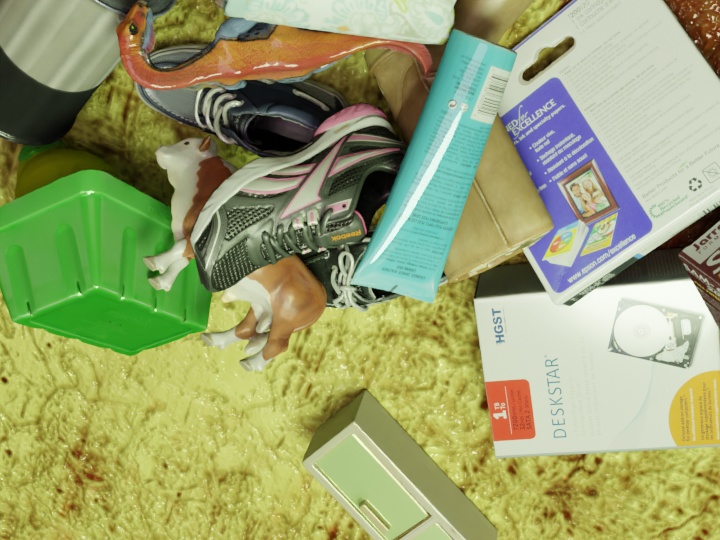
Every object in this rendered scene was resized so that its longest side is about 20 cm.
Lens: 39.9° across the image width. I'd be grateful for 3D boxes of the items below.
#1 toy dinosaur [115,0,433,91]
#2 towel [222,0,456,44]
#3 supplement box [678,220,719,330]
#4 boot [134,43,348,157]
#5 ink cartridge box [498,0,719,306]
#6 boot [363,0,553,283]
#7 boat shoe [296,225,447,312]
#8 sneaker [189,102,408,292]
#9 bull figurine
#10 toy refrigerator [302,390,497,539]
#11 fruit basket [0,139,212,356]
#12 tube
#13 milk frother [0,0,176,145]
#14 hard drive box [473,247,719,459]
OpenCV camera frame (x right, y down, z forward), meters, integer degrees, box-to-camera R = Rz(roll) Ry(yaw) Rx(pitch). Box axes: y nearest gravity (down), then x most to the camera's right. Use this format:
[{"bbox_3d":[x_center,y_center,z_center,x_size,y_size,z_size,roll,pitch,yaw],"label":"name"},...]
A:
[{"bbox_3d":[-0.080,-0.176,0.736,0.198,0.181,0.107,21,132,41],"label":"toy dinosaur"},{"bbox_3d":[-0.002,-0.264,0.675,0.168,0.048,0.203,5,113,-11],"label":"towel"},{"bbox_3d":[0.339,0.030,0.773,0.109,0.061,0.200,-40,122,2],"label":"supplement box"},{"bbox_3d":[-0.110,-0.141,0.840,0.196,0.091,0.074,11,114,8],"label":"boot"},{"bbox_3d":[0.191,-0.109,0.791,0.197,0.043,0.202,-36,69,21],"label":"ink cartridge box"},{"bbox_3d":[0.104,-0.118,0.778,0.174,0.066,0.203,-30,76,33],"label":"boot"},{"bbox_3d":[0.001,0.003,0.885,0.196,0.068,0.075,-7,110,15],"label":"boat shoe"},{"bbox_3d":[-0.038,-0.047,0.756,0.199,0.081,0.086,-39,57,-11],"label":"sneaker"},{"bbox_3d":[-0.112,-0.015,0.826,0.200,0.122,0.065,47,157,-13],"label":"bull figurine"},{"bbox_3d":[0.040,0.223,0.963,0.076,0.070,0.200,-39,100,23],"label":"toy refrigerator"},{"bbox_3d":[-0.234,-0.042,0.878,0.153,0.216,0.218,-19,107,20],"label":"fruit basket"},{"bbox_3d":[0.058,-0.074,0.739,0.076,0.050,0.203,14,105,-23],"label":"tube"},{"bbox_3d":[-0.282,-0.212,0.775,0.187,0.199,0.182,-35,88,39],"label":"milk frother"},{"bbox_3d":[0.207,0.073,0.864,0.196,0.077,0.159,-6,109,15],"label":"hard drive box"}]
